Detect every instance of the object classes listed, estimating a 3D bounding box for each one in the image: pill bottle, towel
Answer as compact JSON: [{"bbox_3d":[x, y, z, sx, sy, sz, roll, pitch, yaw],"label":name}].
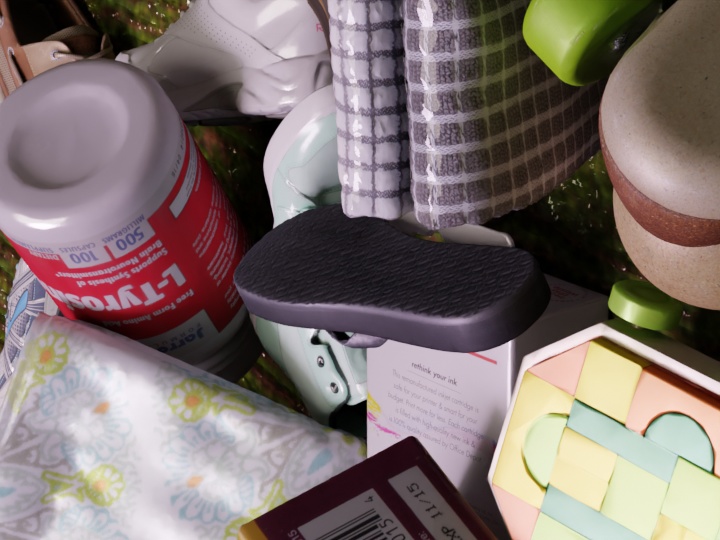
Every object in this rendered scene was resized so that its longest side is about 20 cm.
[{"bbox_3d":[-0.122,-0.015,1.389,0.112,0.112,0.200,44,170,37],"label":"pill bottle"},{"bbox_3d":[0.064,-0.121,1.098,0.085,0.200,0.166,5,111,31],"label":"towel"},{"bbox_3d":[-0.112,0.132,1.331,0.200,0.048,0.171,22,93,13],"label":"towel"}]

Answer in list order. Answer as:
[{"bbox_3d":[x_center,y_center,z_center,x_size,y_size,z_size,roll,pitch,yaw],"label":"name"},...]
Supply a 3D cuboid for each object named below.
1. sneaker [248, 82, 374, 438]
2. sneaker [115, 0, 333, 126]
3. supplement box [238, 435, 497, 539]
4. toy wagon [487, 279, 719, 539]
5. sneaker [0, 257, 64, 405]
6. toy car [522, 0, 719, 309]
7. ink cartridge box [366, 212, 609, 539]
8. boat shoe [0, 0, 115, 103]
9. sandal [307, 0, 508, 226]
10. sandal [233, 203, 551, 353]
[{"bbox_3d":[0.000,0.000,1.319,0.118,0.074,0.201,57,151,35],"label":"sneaker"},{"bbox_3d":[-0.065,-0.129,1.381,0.200,0.078,0.100,0,92,48],"label":"sneaker"},{"bbox_3d":[0.020,0.200,1.210,0.131,0.103,0.200,50,156,33],"label":"supplement box"},{"bbox_3d":[0.148,0.103,1.107,0.200,0.040,0.155,29,114,32],"label":"toy wagon"},{"bbox_3d":[-0.188,0.028,1.608,0.200,0.078,0.086,-58,43,37],"label":"sneaker"},{"bbox_3d":[0.165,-0.043,1.060,0.164,0.158,0.200,49,163,22],"label":"toy car"},{"bbox_3d":[0.062,0.059,1.262,0.115,0.068,0.200,22,119,48],"label":"ink cartridge box"},{"bbox_3d":[-0.179,-0.113,1.532,0.200,0.076,0.072,51,136,28],"label":"boat shoe"},{"bbox_3d":[0.025,-0.112,1.266,0.055,0.082,0.200,-37,62,30],"label":"sandal"},{"bbox_3d":[0.009,0.014,1.204,0.200,0.076,0.043,16,139,51],"label":"sandal"}]
